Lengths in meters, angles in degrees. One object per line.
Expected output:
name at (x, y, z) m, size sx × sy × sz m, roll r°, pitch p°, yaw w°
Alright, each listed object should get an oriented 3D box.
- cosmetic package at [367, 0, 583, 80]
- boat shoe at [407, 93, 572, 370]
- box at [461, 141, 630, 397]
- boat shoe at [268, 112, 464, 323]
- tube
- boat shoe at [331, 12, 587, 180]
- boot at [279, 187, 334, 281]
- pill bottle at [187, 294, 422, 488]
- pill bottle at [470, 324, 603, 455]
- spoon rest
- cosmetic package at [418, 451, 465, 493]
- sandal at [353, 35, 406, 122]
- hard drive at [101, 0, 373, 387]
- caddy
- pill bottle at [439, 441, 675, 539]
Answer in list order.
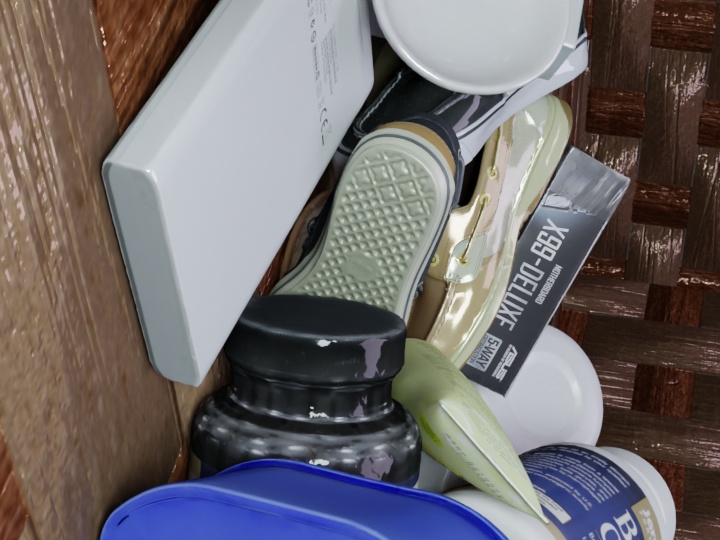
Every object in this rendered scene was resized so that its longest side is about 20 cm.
cosmetic package at (0.049, -0.213, 0.796) m, size 0.052 × 0.151 × 0.200 m, roll 120°, pitch -18°, yaw -73°
boat shoe at (0.057, -0.025, 0.926) m, size 0.074 × 0.066 × 0.200 m, roll 4°, pitch -110°, yaw 66°
box at (0.083, -0.025, 1.026) m, size 0.158 × 0.050 × 0.200 m, roll -61°, pitch -159°, yaw 7°
boat shoe at (0.000, 0.000, 0.790) m, size 0.062 × 0.075 × 0.200 m, roll -56°, pitch 174°, yaw -51°
tube at (0.043, 0.076, 0.796) m, size 0.200 × 0.058 × 0.052 m, roll -146°, pitch -118°, yaw -77°
boat shoe at (0.057, -0.112, 0.849) m, size 0.199 × 0.074 × 0.068 m, roll -32°, pitch 129°, yaw -31°
boot at (-0.016, 0.074, 0.932) m, size 0.200 × 0.066 × 0.175 m, roll 74°, pitch 23°, yaw -58°
pill bottle at (-0.029, 0.118, 0.744) m, size 0.112 × 0.112 × 0.200 m, roll -40°, pitch 136°, yaw -74°
pill bottle at (0.078, 0.107, 1.115) m, size 0.200 × 0.112 × 0.112 m, roll -26°, pitch -131°, yaw 61°
spoon rest at (0.040, -0.178, 0.727) m, size 0.061 × 0.099 × 0.200 m, roll 136°, pitch -58°, yaw -67°
cosmetic package at (0.047, 0.167, 0.946) m, size 0.200 × 0.071 × 0.101 m, roll 39°, pitch 69°, yaw -59°
sandal at (0.009, -0.118, 0.912) m, size 0.212 × 0.070 × 0.078 m, roll 1°, pitch 112°, yaw -57°
hard drive at (-0.045, -0.066, 0.675) m, size 0.132 × 0.026 × 0.200 m, roll 85°, pitch 26°, yaw -48°
caddy at (-0.019, 0.155, 0.634) m, size 0.105 × 0.200 × 0.141 m, roll 12°, pitch 88°, yaw -63°
pill bottle at (0.103, 0.156, 0.849) m, size 0.200 × 0.111 × 0.111 m, roll -12°, pitch 111°, yaw -59°
